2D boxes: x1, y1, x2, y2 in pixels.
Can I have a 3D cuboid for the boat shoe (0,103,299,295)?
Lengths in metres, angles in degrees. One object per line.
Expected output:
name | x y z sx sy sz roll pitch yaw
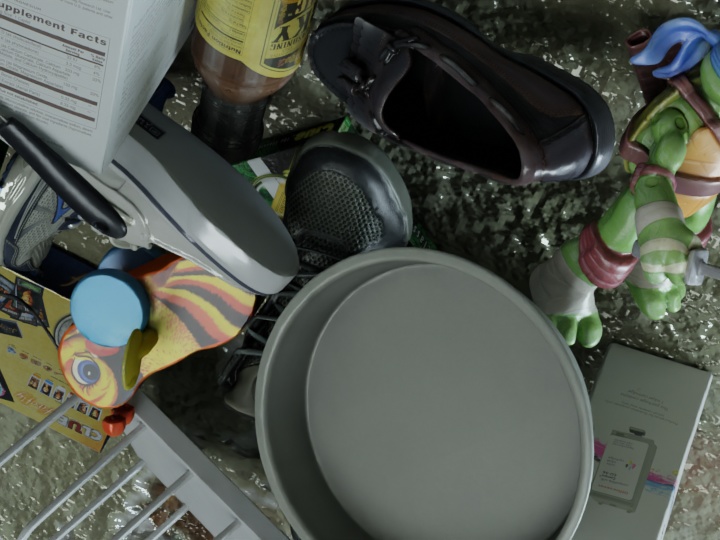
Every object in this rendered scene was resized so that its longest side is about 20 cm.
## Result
boat shoe | -0.124 -0.045 1.357 0.200 0.072 0.066 38 115 0

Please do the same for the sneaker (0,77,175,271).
sneaker | -0.164 -0.056 1.460 0.085 0.077 0.200 25 139 -4

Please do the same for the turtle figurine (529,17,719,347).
turtle figurine | 0.185 -0.014 1.277 0.200 0.144 0.194 34 141 -3

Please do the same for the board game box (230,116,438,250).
board game box | 0.000 0.000 1.473 0.105 0.023 0.200 -13 125 38

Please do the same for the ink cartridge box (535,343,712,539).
ink cartridge box | 0.138 0.155 1.424 0.067 0.200 0.117 18 138 9

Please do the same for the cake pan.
cake pan | 0.038 0.083 1.335 0.200 0.037 0.201 6 103 26

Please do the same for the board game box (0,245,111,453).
board game box | -0.235 0.027 1.606 0.200 0.035 0.136 27 138 -1

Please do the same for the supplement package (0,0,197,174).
supplement package | -0.158 -0.189 1.265 0.150 0.152 0.200 22 138 5

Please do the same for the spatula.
spatula | -0.196 -0.080 1.262 0.200 0.021 0.057 37 151 -17

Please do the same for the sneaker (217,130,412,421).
sneaker | -0.025 0.018 1.404 0.076 0.114 0.200 20 136 4

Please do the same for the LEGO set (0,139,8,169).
LEGO set | -0.286 -0.074 1.413 0.116 0.200 0.154 -11 137 17

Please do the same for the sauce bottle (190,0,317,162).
sauce bottle | -0.057 -0.140 1.332 0.065 0.065 0.200 22 140 5

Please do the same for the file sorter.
file sorter | -0.127 0.183 1.541 0.200 0.125 0.139 42 166 27

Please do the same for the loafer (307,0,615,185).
loafer | 0.038 -0.092 1.283 0.200 0.063 0.072 24 126 38

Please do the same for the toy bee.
toy bee | -0.135 0.039 1.486 0.200 0.131 0.109 -6 110 38

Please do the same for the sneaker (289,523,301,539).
sneaker | -0.026 0.113 1.510 0.201 0.076 0.115 103 143 -63
